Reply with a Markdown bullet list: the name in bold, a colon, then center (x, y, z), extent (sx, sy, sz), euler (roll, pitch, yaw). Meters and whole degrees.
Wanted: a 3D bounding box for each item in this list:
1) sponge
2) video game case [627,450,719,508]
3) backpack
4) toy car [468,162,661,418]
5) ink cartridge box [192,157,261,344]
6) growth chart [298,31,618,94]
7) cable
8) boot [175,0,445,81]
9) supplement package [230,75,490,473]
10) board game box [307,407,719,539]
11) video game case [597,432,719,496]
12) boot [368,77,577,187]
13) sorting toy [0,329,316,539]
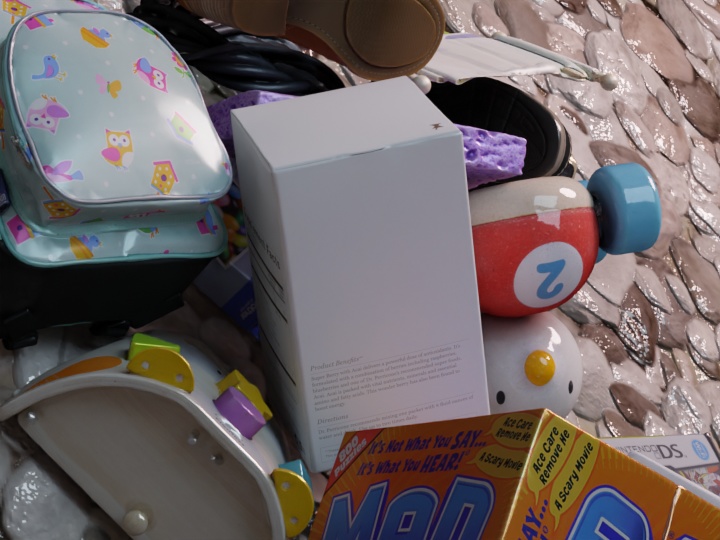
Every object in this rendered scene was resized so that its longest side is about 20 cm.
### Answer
- **sponge**: center (-0.001, -0.083, 1.603), extent (0.199, 0.111, 0.030), euler (9, 81, -26)
- **video game case**: center (0.191, 0.236, 1.497), extent (0.181, 0.201, 0.024), euler (28, -12, 26)
- **backpack**: center (-0.184, -0.076, 1.456), extent (0.175, 0.154, 0.201), euler (-7, 56, -41)
- **toy car**: center (0.108, 0.043, 1.667), extent (0.183, 0.177, 0.202), euler (-10, 87, -18)
- **ink cartridge box**: center (-0.097, -0.042, 1.623), extent (0.200, 0.042, 0.120), euler (44, 34, -11)
- **growth chart**: center (0.066, -0.152, 1.735), extent (0.199, 0.018, 0.144), euler (-5, 23, -37)
- **cable**: center (-0.085, -0.140, 1.661), extent (0.163, 0.051, 0.200), euler (33, 10, 3)
- **boot**: center (-0.052, -0.193, 1.630), extent (0.199, 0.074, 0.154), euler (12, 14, -41)
- **supplement package**: center (0.000, 0.000, 1.498), extent (0.120, 0.201, 0.120), euler (-11, 24, -12)
- **board game box**: center (0.088, 0.215, 1.366), extent (0.199, 0.199, 0.201), euler (30, 68, -26)
- **video game case**: center (0.238, 0.210, 1.768), extent (0.180, 0.025, 0.201), euler (3, 54, -48)
- **boot**: center (0.108, -0.091, 1.806), extent (0.150, 0.199, 0.074), euler (17, 85, -46)
- **sorting toy**: center (-0.094, 0.099, 1.457), extent (0.200, 0.107, 0.180), euler (45, 14, -5)
